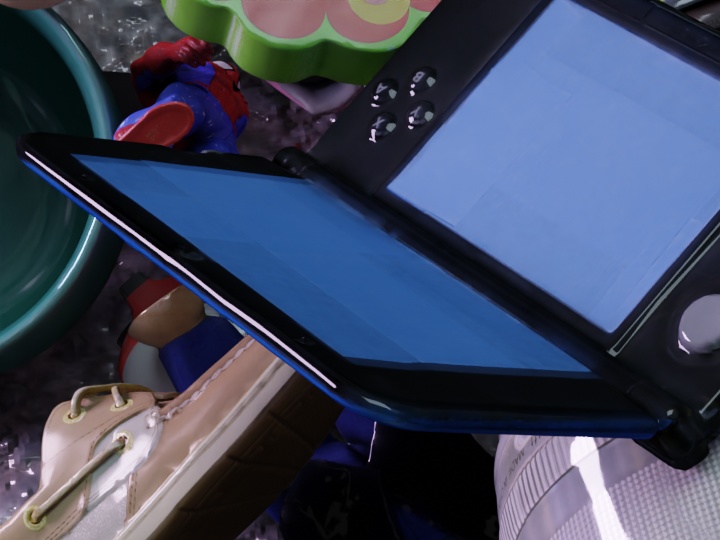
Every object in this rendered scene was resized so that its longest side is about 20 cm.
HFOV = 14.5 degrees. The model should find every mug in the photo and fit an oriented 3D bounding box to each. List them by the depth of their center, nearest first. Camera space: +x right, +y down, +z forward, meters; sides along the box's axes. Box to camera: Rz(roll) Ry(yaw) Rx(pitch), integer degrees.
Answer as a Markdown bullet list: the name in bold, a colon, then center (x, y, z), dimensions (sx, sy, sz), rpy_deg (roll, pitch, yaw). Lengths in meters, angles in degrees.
- **mug**: center (-0.172, -0.025, 1.026), dimensions (0.185, 0.114, 0.152), rpy_deg (-28, 86, 0)

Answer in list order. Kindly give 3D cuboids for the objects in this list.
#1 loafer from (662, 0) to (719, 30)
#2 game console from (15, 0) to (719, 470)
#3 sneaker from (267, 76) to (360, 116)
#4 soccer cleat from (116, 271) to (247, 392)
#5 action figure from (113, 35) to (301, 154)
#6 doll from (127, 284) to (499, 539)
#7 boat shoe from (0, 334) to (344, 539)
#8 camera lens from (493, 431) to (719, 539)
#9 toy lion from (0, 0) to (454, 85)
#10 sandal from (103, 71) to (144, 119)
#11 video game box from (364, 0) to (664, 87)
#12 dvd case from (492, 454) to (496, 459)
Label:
- **loafer**: center (0.183, -0.067, 1.070), dimensions (0.200, 0.072, 0.063), rpy_deg (3, 56, -44)
- **game console**: center (0.030, -0.034, 0.827), dimensions (0.171, 0.118, 0.200), rpy_deg (-49, 45, -6)
- **sneaker**: center (-0.037, -0.140, 1.087), dimensions (0.070, 0.200, 0.082), rpy_deg (-26, 53, 2)
- **soccer cleat**: center (0.000, 0.000, 1.057), dimensions (0.200, 0.069, 0.085), rpy_deg (-34, 66, -23)
- **action figure**: center (-0.056, -0.050, 1.010), dimensions (0.052, 0.065, 0.200), rpy_deg (-35, 12, 5)
- **doll**: center (0.004, 0.081, 0.971), dimensions (0.136, 0.048, 0.200), rpy_deg (-38, 77, -10)
- **boat shoe**: center (-0.079, 0.072, 0.929), dimensions (0.200, 0.074, 0.066), rpy_deg (-46, 71, 3)
- **camera lens**: center (0.129, 0.110, 0.851), dimensions (0.160, 0.160, 0.200), rpy_deg (-7, 52, -7)
- **toy lion**: center (-0.039, -0.161, 0.974), dimensions (0.191, 0.069, 0.200), rpy_deg (4, 68, -8)
- **sandal**: center (-0.173, -0.056, 1.111), dimensions (0.200, 0.045, 0.075), rpy_deg (-2, 48, -3)
- **video game box**: center (0.078, -0.092, 1.078), dimensions (0.182, 0.047, 0.200), rpy_deg (33, 39, -33)
- **dvd case**: center (0.148, 0.120, 0.980), dimensions (0.146, 0.022, 0.200), rpy_deg (-19, 53, -17)
